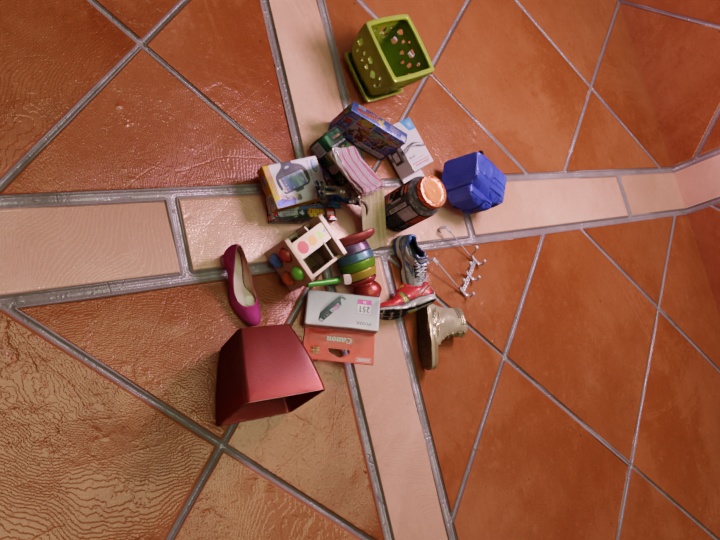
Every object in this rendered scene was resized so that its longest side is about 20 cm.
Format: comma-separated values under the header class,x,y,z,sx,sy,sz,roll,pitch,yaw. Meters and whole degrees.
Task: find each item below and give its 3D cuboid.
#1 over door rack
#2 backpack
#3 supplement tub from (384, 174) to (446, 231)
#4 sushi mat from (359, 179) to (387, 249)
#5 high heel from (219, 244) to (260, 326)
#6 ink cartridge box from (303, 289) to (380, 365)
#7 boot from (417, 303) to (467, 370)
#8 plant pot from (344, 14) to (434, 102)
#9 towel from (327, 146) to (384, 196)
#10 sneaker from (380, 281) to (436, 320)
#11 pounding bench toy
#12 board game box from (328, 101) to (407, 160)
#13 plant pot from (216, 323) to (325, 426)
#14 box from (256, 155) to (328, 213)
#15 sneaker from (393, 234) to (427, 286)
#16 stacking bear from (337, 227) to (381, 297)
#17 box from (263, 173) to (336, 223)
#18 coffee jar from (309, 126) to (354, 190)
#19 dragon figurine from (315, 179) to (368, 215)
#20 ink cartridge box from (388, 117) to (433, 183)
class,x,y,z,sx,sy,sz,roll,pitch,yaw
over door rack,0.314,-0.031,1.896,0.199,0.066,0.149,39,57,-19
backpack,0.375,-0.270,1.958,0.199,0.161,0.170,23,73,-41
supplement tub,0.153,-0.199,1.754,0.121,0.199,0.124,11,69,-31
sushi mat,0.039,-0.158,1.721,0.095,0.012,0.203,-22,118,-36
high heel,-0.280,0.036,1.451,0.067,0.096,0.203,-16,85,-36
ink cartridge box,-0.051,0.149,1.564,0.197,0.044,0.176,7,70,-8
boot,0.249,0.199,1.778,0.154,0.073,0.203,10,65,-29
plant pot,0.077,-0.645,1.848,0.199,0.181,0.201,-28,91,-36
towel,-0.005,-0.272,1.601,0.147,0.030,0.200,53,23,1
sneaker,0.120,0.083,1.720,0.197,0.077,0.086,-15,66,-21
pounding bench toy,-0.127,-0.010,1.552,0.156,0.124,0.201,-40,99,-35
board game box,0.022,-0.410,1.768,0.198,0.135,0.035,25,64,-27
plant pot,-0.227,0.234,1.382,0.198,0.200,0.178,-2,65,-34
box,-0.168,-0.235,1.596,0.198,0.041,0.121,-21,88,-35
sneaker,0.163,-0.016,1.776,0.076,0.085,0.202,-21,89,-36
stacking bear,0.000,0.000,1.651,0.113,0.121,0.203,-21,96,-30
box,-0.167,-0.199,1.634,0.198,0.040,0.139,-2,76,-35
coffee jar,-0.051,-0.304,1.712,0.201,0.085,0.104,54,39,-10
dragon figurine,-0.049,-0.201,1.614,0.200,0.098,0.060,25,66,-64
ink cartridge box,0.153,-0.367,1.881,0.115,0.066,0.202,-34,96,-42
